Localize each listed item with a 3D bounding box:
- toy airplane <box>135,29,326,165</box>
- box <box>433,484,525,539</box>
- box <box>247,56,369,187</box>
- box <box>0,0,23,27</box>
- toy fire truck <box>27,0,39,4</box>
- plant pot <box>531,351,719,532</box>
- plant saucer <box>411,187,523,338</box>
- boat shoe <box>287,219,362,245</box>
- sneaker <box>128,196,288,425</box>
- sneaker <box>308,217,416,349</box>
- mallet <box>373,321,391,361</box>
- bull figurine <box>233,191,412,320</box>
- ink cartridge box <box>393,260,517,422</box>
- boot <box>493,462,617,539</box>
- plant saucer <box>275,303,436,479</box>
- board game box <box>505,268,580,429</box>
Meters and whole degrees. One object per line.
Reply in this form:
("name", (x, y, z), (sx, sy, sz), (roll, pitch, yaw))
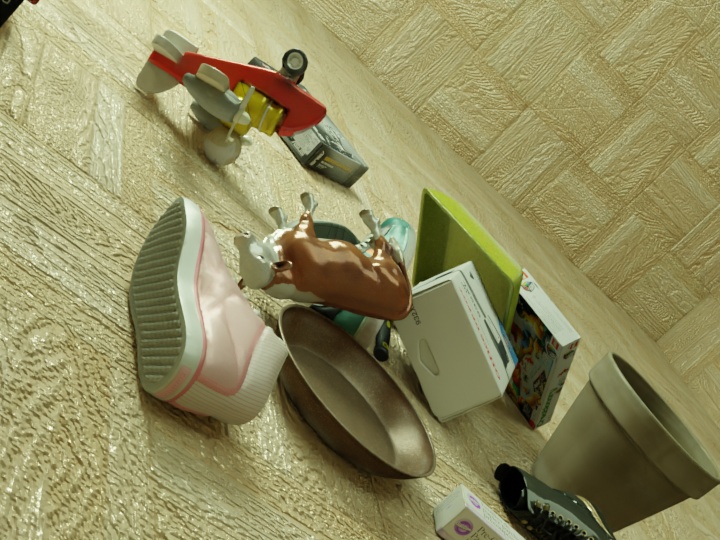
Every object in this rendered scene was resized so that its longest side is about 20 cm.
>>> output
("toy airplane", (-0.163, -0.194, 1.236), (0.197, 0.143, 0.199), (9, -2, 38))
("box", (0.149, 0.278, 0.992), (0.200, 0.041, 0.039), (43, 14, -16))
("box", (-0.089, -0.229, 1.675), (0.201, 0.048, 0.158), (53, 16, 24))
("box", (-0.376, -0.261, 0.776), (0.201, 0.117, 0.196), (55, 17, 28))
("toy fire truck", (-0.381, -0.338, 1.033), (0.200, 0.112, 0.168), (43, -4, -17))
("plant pot", (0.312, 0.232, 1.316), (0.200, 0.174, 0.200), (42, 14, -13))
("plant saucer", (0.149, 0.011, 1.438), (0.200, 0.047, 0.202), (51, -28, 34))
("boat shoe", (-0.028, -0.014, 1.219), (0.064, 0.076, 0.201), (14, 0, 39))
("sneaker", (-0.114, 0.035, 0.815), (0.104, 0.075, 0.201), (31, 28, -33))
("sneaker", (0.000, 0.000, 1.142), (0.080, 0.071, 0.201), (36, 43, -11))
("mallet", (0.037, 0.064, 1.275), (0.066, 0.041, 0.201), (43, 19, -19))
("bull figurine", (-0.038, -0.010, 1.043), (0.198, 0.065, 0.123), (20, 49, -25))
("ink cartridge box", (0.115, 0.078, 1.277), (0.147, 0.083, 0.200), (66, 15, 0))
("boot", (0.222, 0.291, 1.127), (0.138, 0.078, 0.200), (34, 5, -29))
("plant saucer", (-0.012, 0.117, 0.972), (0.200, 0.037, 0.201), (43, 15, -14))
("board game box", (0.230, 0.109, 1.456), (0.127, 0.034, 0.201), (55, -25, 33))
